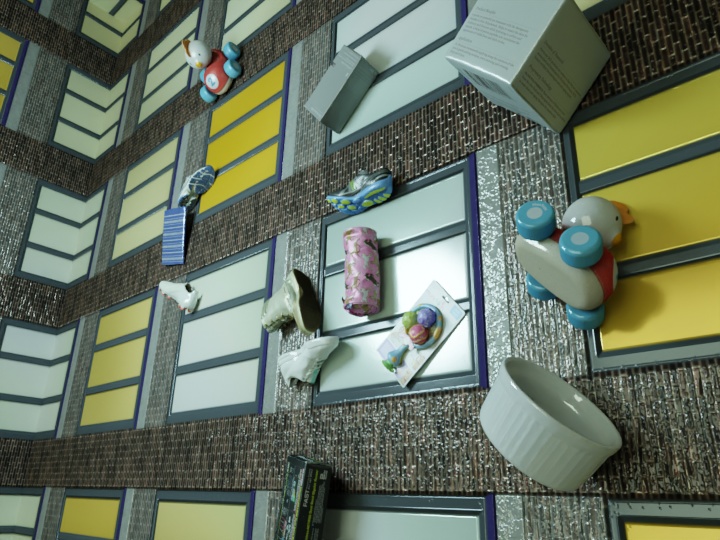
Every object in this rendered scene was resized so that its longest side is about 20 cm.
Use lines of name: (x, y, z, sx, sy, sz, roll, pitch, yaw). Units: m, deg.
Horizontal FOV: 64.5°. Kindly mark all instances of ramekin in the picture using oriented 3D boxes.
ramekin: (0.276, 0.230, 0.858, 0.201, 0.198, 0.099, 47, 114, 44)

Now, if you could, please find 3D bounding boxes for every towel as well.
towel: (-0.655, -0.121, 2.018, 0.143, 0.024, 0.205, -2, 85, 42)

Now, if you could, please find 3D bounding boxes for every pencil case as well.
pencil case: (0.000, 0.000, 1.302, 0.083, 0.085, 0.204, 128, 145, -62)

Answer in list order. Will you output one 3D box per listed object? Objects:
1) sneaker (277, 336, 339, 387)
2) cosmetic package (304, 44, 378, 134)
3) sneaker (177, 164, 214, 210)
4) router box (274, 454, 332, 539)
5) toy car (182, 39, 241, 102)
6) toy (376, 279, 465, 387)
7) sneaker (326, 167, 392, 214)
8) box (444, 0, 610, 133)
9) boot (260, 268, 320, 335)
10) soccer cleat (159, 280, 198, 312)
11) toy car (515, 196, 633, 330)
sneaker: (-0.114, 0.217, 1.344, 0.199, 0.074, 0.090, -32, 65, 39)
cosmetic package: (-0.053, -0.490, 1.549, 0.201, 0.090, 0.107, -53, 48, 10)
sneaker: (-0.584, -0.308, 2.008, 0.199, 0.076, 0.086, -42, 45, 24)
router box: (-0.123, 0.498, 1.194, 0.150, 0.061, 0.204, 153, 127, -66)
toy car: (-0.565, -0.752, 2.066, 0.183, 0.198, 0.180, -31, 54, 32)
toy: (0.110, 0.124, 1.166, 0.201, 0.047, 0.115, -54, 47, 15)
sneaker: (0.002, -0.196, 1.397, 0.197, 0.071, 0.084, -15, 49, 39)
box: (0.311, -0.403, 1.073, 0.173, 0.198, 0.199, -57, 44, 12)
boot: (-0.181, 0.115, 1.440, 0.155, 0.071, 0.202, -43, 43, 23)
soccer cleat: (-0.590, 0.068, 1.871, 0.198, 0.069, 0.079, 27, 87, 40)
toy car: (0.373, -0.050, 0.925, 0.199, 0.186, 0.177, -37, 44, -11)
